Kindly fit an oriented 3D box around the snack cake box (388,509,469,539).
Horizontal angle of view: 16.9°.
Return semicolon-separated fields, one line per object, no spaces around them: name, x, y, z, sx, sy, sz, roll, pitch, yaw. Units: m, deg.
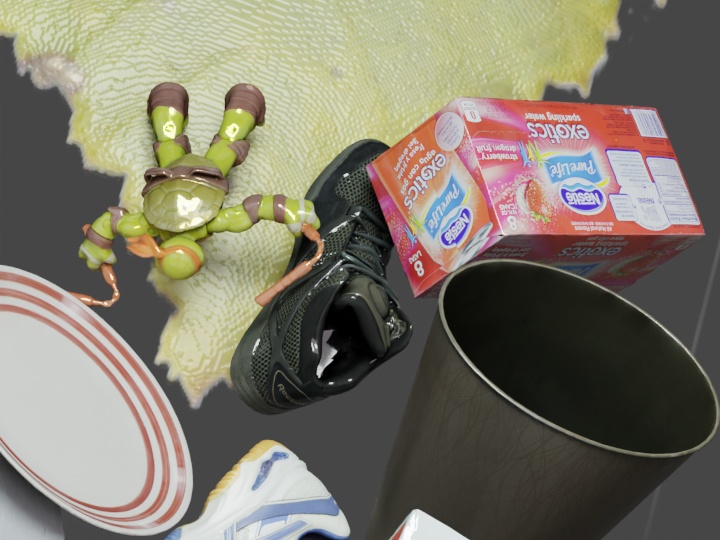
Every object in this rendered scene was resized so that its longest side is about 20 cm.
snack cake box;0.012;0.230;1.405;0.067;0.200;0.115;30;64;0

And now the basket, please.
basket;0.090;0.116;1.460;0.180;0.200;0.136;25;39;-5

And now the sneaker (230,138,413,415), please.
sneaker;0.000;0.000;1.546;0.076;0.114;0.200;42;60;-28

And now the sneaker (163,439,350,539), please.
sneaker;-0.086;0.194;1.469;0.088;0.075;0.200;41;65;6

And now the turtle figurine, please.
turtle figurine;-0.119;-0.050;1.558;0.199;0.064;0.162;-9;49;16

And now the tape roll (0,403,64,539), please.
tape roll;-0.273;0.141;1.394;0.200;0.066;0.201;22;46;-24

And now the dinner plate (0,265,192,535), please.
dinner plate;-0.181;0.082;1.466;0.200;0.024;0.200;41;23;-21

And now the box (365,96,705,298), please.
box;0.115;-0.045;1.569;0.200;0.095;0.100;-1;64;-43
